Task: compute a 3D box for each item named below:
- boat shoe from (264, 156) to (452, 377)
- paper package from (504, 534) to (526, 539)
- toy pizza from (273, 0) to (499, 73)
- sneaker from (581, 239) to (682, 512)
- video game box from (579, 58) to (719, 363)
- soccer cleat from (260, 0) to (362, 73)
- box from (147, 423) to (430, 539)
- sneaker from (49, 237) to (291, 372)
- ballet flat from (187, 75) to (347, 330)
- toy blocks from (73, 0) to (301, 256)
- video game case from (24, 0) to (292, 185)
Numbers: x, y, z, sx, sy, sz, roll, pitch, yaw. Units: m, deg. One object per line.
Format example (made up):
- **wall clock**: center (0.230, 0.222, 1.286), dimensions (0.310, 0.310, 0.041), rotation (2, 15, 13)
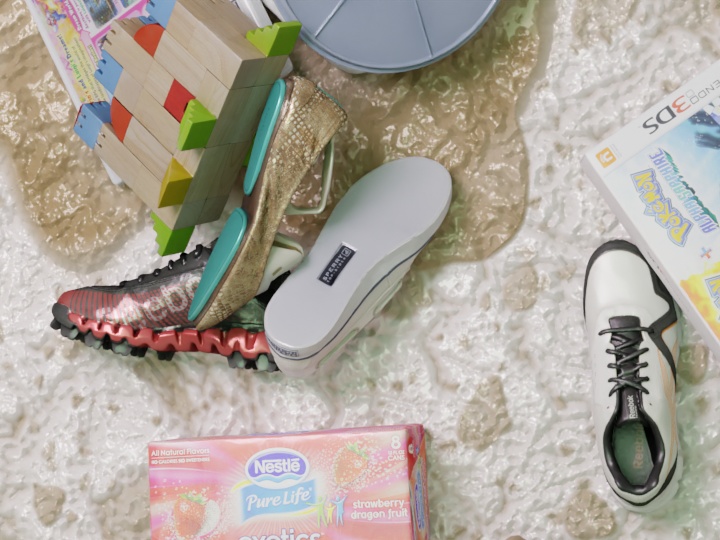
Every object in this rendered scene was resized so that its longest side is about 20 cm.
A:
- **boat shoe**: center (0.000, 0.000, 1.438), dimensions (0.071, 0.070, 0.200), rotation (29, 64, 18)
- **paper package**: center (0.069, 0.288, 1.351), dimensions (0.191, 0.200, 0.104), rotation (-44, 81, 4)
- **toy pizza**: center (0.020, -0.244, 1.384), dimensions (0.198, 0.032, 0.202), rotation (-6, 108, -18)
- **sneaker**: center (0.201, 0.076, 1.399), dimensions (0.073, 0.080, 0.202), rotation (-9, 84, 12)
- **video game box**: center (0.288, -0.053, 1.393), dimensions (0.181, 0.047, 0.201), rotation (-35, 82, -1)
- **soccer cleat**: center (-0.056, -0.229, 1.457), dimensions (0.069, 0.085, 0.200), rotation (-44, 81, 5)
- **box**: center (-0.051, 0.170, 1.431), dimensions (0.198, 0.095, 0.104), rotation (-3, 86, 10)
- **sneaker**: center (-0.138, 0.022, 1.467), dimensions (0.198, 0.071, 0.099), rotation (5, 88, 8)
- **ballet flat**: center (-0.062, -0.039, 1.384), dimensions (0.065, 0.071, 0.201), rotation (19, 107, -16)
- **toy blocks**: center (-0.138, -0.134, 1.414), dimensions (0.137, 0.099, 0.201), rotation (43, 125, 26)
- **video game case**: center (-0.165, -0.197, 1.478), dimensions (0.181, 0.024, 0.201), rotation (-31, 82, 28)
